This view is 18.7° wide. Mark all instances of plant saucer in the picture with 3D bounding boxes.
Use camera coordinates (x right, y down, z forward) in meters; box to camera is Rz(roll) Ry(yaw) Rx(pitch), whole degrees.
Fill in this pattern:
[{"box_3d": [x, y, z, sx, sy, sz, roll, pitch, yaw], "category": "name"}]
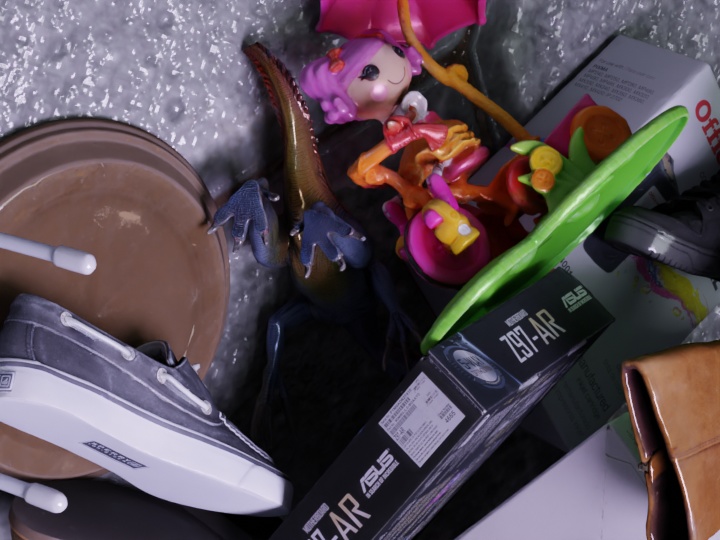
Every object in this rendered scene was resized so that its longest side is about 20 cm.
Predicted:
[{"box_3d": [-0.146, 0.022, 1.123, 0.199, 0.029, 0.201, -15, 115, -34], "category": "plant saucer"}]

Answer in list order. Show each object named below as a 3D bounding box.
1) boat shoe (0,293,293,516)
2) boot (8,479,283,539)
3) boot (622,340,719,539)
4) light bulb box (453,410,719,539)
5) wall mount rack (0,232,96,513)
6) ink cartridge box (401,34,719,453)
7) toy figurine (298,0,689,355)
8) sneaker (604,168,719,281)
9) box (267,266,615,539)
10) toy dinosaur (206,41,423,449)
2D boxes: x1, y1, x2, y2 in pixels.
[{"box_3d": [-0.105, 0.070, 1.113, 0.200, 0.072, 0.068, 29, 63, -37], "category": "boat shoe"}, {"box_3d": [-0.117, 0.157, 1.154, 0.200, 0.074, 0.076, 15, 108, -55], "category": "boot"}, {"box_3d": [0.193, 0.030, 1.134, 0.199, 0.068, 0.189, -17, 105, -43], "category": "boot"}, {"box_3d": [0.166, 0.152, 1.257, 0.200, 0.125, 0.198, -22, 165, -49], "category": "light bulb box"}, {"box_3d": [-0.219, 0.037, 1.017, 0.173, 0.075, 0.201, 5, 104, -15], "category": "wall mount rack"}, {"box_3d": [0.140, -0.018, 1.293, 0.200, 0.083, 0.146, -44, 127, -16], "category": "ink cartridge box"}, {"box_3d": [0.039, -0.079, 1.138, 0.200, 0.184, 0.150, -39, 170, -32], "category": "toy figurine"}, {"box_3d": [0.220, -0.043, 1.256, 0.199, 0.060, 0.105, 15, 94, -44], "category": "sneaker"}, {"box_3d": [0.033, 0.098, 1.166, 0.200, 0.044, 0.160, -52, 168, 33], "category": "box"}, {"box_3d": [0.000, 0.000, 1.192, 0.181, 0.104, 0.201, 31, 66, -65], "category": "toy dinosaur"}]
